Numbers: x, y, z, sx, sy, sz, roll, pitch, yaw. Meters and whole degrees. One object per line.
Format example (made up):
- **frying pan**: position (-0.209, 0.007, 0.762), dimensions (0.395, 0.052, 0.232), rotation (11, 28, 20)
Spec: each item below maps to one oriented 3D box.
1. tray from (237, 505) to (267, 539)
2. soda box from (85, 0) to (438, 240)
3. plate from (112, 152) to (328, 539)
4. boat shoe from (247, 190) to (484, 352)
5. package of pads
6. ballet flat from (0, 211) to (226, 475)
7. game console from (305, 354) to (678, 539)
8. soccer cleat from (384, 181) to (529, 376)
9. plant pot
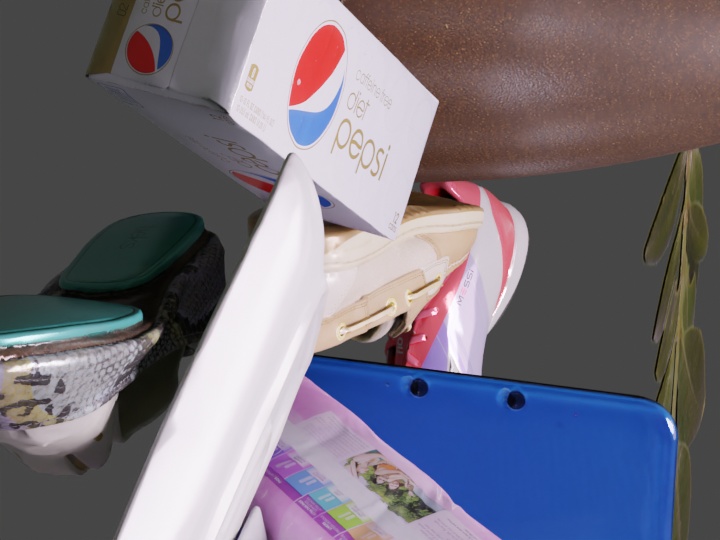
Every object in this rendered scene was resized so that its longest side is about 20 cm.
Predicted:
- **tray**: position (-0.064, 0.198, 0.952), dimensions (0.108, 0.022, 0.201), rotation (-64, 171, -46)
- **soda box**: position (-0.033, -0.072, 0.930), dimensions (0.068, 0.063, 0.200), rotation (-71, 159, -7)
- **plate**: position (-0.057, 0.078, 0.843), dimensions (0.200, 0.032, 0.201), rotation (109, 5, -73)
- **boat shoe**: position (0.000, 0.000, 1.105), dimensions (0.200, 0.073, 0.070), rotation (-14, 113, -63)
- **package of pads**: position (0.000, 0.138, 0.958), dimensions (0.075, 0.200, 0.121), rotation (-21, 123, -25)
- **ballet flat**: position (-0.093, 0.031, 0.789), dimensions (0.200, 0.072, 0.072), rotation (-37, 131, -69)
- **game console**: position (0.056, 0.118, 1.104), dimensions (0.171, 0.199, 0.119), rotation (37, 61, -72)
- **soccer cleat**: position (0.037, 0.046, 1.276), dimensions (0.073, 0.068, 0.201), rotation (31, 68, -46)
- **plant pot**: position (0.111, -0.127, 1.188), dimensions (0.187, 0.199, 0.188), rotation (7, 90, -73)
